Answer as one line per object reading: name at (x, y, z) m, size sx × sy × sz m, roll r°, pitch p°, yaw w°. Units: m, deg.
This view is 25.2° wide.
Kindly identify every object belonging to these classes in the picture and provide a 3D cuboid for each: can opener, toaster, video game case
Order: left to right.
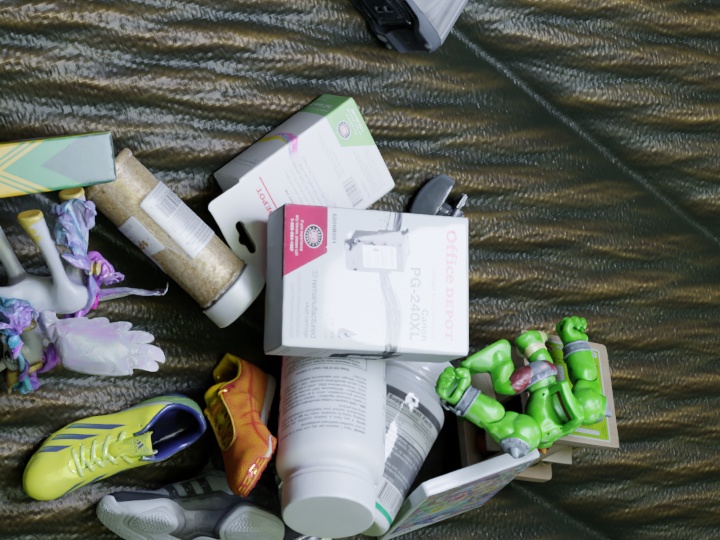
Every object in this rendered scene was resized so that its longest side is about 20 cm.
toaster at (0.041, -0.336, 1.706) m, size 0.200 × 0.113 × 0.130 m, roll 45°, pitch 73°, yaw -26°
can opener at (0.058, -0.013, 1.819) m, size 0.066 × 0.053 × 0.201 m, roll 31°, pitch 81°, yaw 2°
video game case at (0.106, 0.253, 1.811) m, size 0.142 × 0.200 × 0.018 m, roll -17°, pitch 72°, yaw -22°

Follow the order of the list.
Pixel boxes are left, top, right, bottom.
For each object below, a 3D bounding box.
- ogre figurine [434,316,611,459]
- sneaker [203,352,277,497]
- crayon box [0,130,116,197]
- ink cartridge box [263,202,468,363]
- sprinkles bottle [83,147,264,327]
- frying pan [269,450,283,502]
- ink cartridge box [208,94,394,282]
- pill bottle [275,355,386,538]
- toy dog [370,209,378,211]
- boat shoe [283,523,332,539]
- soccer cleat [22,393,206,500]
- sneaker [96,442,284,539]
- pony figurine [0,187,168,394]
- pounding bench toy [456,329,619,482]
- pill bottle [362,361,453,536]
ogre figurine at (0.182, 0.128, 1.699) m, size 0.199 × 0.098 × 0.120 m, roll -7°, pitch 59°, yaw -49°
sneaker at (-0.131, 0.163, 1.666) m, size 0.077 × 0.200 × 0.073 m, roll 28°, pitch 112°, yaw -20°
crayon box at (-0.345, -0.095, 1.517) m, size 0.199 × 0.127 × 0.051 m, roll -10°, pitch 98°, yaw -27°
ink cartridge box at (0.008, 0.015, 1.628) m, size 0.198 × 0.083 × 0.147 m, roll 3°, pitch 80°, yaw -16°
sprinkles bottle at (-0.188, -0.033, 1.624) m, size 0.200 × 0.068 × 0.068 m, roll 45°, pitch 76°, yaw -11°
frying pan at (-0.074, 0.219, 1.794) m, size 0.114 × 0.031 × 0.192 m, roll -14°, pitch 109°, yaw -29°
ink cartridge box at (-0.074, -0.085, 1.710) m, size 0.200 × 0.067 × 0.118 m, roll -37°, pitch 117°, yaw -20°
pill bottle at (-0.030, 0.165, 1.664) m, size 0.113 × 0.113 × 0.201 m, roll 27°, pitch 47°, yaw -31°
toy dog at (0.000, 0.000, 1.735) m, size 0.198 × 0.097 × 0.133 m, roll -8°, pitch 133°, yaw -23°
boat shoe at (-0.127, 0.304, 1.741) m, size 0.200 × 0.072 × 0.066 m, roll -23°, pitch 105°, yaw -8°
soccer cleat at (-0.251, 0.180, 1.649) m, size 0.199 × 0.084 × 0.065 m, roll -23°, pitch 109°, yaw -25°
sneaker at (-0.176, 0.234, 1.710) m, size 0.198 × 0.076 × 0.115 m, roll 6°, pitch 54°, yaw -2°
pony figurine at (-0.291, 0.024, 1.570) m, size 0.191 × 0.167 × 0.202 m, roll -7°, pitch 116°, yaw 2°
pounding bench toy at (0.164, 0.156, 1.836) m, size 0.199 × 0.156 × 0.125 m, roll 11°, pitch 61°, yaw -30°
pill bottle at (0.023, 0.181, 1.778) m, size 0.113 × 0.113 × 0.201 m, roll 43°, pitch 64°, yaw -29°
